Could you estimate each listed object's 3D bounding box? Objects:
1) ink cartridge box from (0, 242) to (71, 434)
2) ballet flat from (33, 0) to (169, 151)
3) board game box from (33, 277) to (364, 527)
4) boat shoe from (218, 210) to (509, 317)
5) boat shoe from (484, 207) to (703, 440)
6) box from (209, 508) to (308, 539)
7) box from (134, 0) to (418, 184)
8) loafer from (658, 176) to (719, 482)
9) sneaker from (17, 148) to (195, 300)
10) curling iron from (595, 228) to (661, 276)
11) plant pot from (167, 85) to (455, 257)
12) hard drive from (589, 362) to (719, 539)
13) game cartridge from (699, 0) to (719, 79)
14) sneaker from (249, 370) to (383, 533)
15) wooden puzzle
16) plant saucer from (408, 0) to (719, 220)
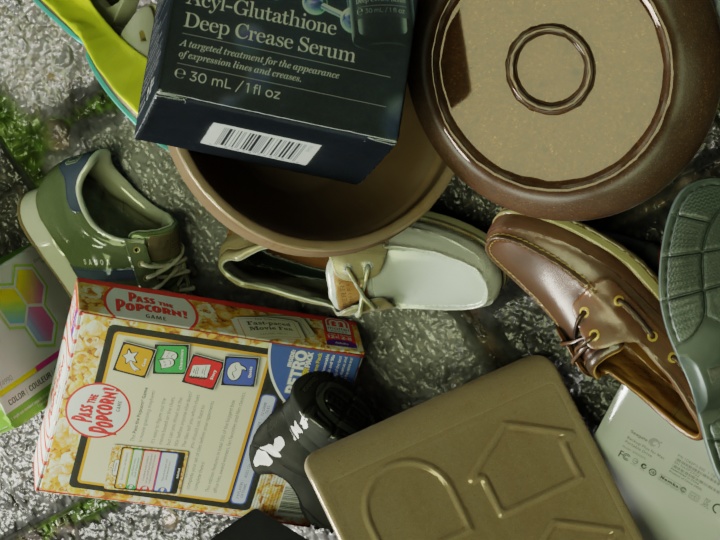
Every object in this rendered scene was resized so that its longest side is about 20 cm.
[{"bbox_3d":[-0.279,0.008,1.723,0.076,0.148,0.200,-21,99,32],"label":"ink cartridge box"},{"bbox_3d":[-0.157,-0.160,1.614,0.067,0.067,0.200,-52,51,15],"label":"ballet flat"},{"bbox_3d":[-0.114,0.094,1.679,0.200,0.046,0.152,10,118,-15],"label":"board game box"},{"bbox_3d":[0.000,0.000,1.624,0.200,0.068,0.075,8,128,26],"label":"boat shoe"},{"bbox_3d":[0.160,0.033,1.552,0.200,0.068,0.072,36,154,5],"label":"boat shoe"},{"bbox_3d":[-0.036,0.305,1.674,0.200,0.123,0.199,28,135,31],"label":"box"},{"bbox_3d":[-0.045,-0.171,1.479,0.148,0.107,0.200,11,76,-10],"label":"box"},{"bbox_3d":[0.226,0.044,1.505,0.072,0.063,0.200,-9,85,7],"label":"loafer"},{"bbox_3d":[-0.154,0.002,1.706,0.200,0.067,0.090,51,127,3],"label":"sneaker"},{"bbox_3d":[0.197,-0.014,1.560,0.200,0.026,0.050,10,93,27],"label":"curling iron"},{"bbox_3d":[-0.035,-0.102,1.571,0.201,0.201,0.093,50,163,0],"label":"plant pot"},{"bbox_3d":[0.201,0.170,1.629,0.132,0.026,0.200,31,120,12],"label":"hard drive"},{"bbox_3d":[0.153,-0.186,1.504,0.200,0.041,0.133,43,118,4],"label":"game cartridge"},{"bbox_3d":[0.010,0.153,1.671,0.200,0.076,0.091,41,122,-13],"label":"sneaker"},{"bbox_3d":[0.083,0.176,1.594,0.200,0.185,0.046,62,164,16],"label":"wooden puzzle"},{"bbox_3d":[0.120,-0.126,1.485,0.200,0.034,0.201,4,103,17],"label":"plant saucer"}]
